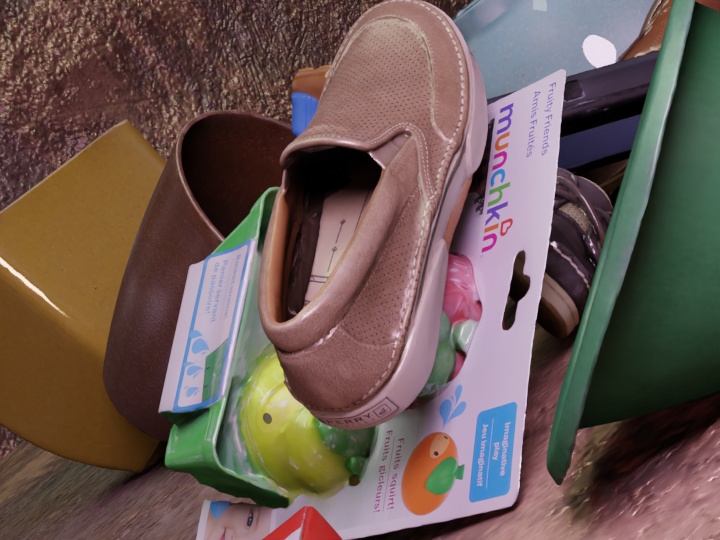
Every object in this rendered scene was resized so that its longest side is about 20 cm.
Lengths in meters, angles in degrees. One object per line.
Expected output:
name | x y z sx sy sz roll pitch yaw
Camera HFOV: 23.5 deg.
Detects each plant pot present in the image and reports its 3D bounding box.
plant pot | -0.093 0.025 1.214 0.200 0.187 0.187 -52 -1 30
plant pot | -0.199 0.043 1.391 0.194 0.200 0.196 -45 -7 -41
plant pot | 0.140 -0.146 1.131 0.200 0.134 0.200 -39 6 5

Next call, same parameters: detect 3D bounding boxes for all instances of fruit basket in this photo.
fruit basket | 0.000 0.023 0.715 0.200 0.094 0.186 -26 47 51

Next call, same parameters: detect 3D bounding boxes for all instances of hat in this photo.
hat | 0.165 -0.007 0.529 0.166 0.175 0.201 -59 -17 -67

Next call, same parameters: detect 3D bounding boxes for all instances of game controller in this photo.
game controller | 0.113 -0.070 0.878 0.199 0.042 0.104 -16 -22 -11

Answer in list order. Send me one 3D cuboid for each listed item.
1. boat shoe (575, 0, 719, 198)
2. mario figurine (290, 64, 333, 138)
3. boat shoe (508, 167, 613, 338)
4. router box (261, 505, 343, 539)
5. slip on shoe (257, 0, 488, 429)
boat shoe | 0.180 -0.108 0.970 0.200 0.072 0.068 -49 10 -2
mario figurine | 0.000 0.000 0.904 0.106 0.123 0.201 -8 72 61
boat shoe | 0.087 -0.018 0.816 0.066 0.072 0.201 -44 1 4
router box | -0.082 0.174 0.532 0.200 0.049 0.180 -38 6 7
slip on shoe | -0.001 -0.037 0.668 0.076 0.061 0.200 -12 50 32
